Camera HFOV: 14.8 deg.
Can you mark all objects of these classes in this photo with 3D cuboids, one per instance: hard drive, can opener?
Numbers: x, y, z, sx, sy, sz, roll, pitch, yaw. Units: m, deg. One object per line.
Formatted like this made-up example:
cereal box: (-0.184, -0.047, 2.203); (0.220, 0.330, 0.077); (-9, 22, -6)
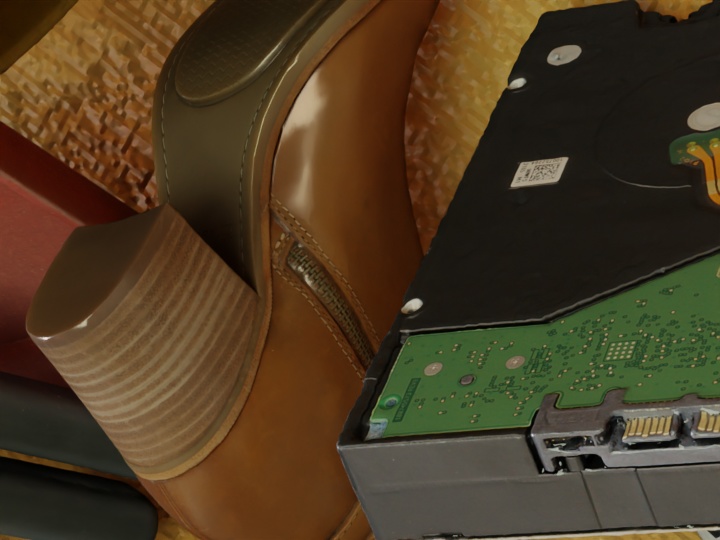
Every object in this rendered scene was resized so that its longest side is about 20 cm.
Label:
hard drive: (0.089, -0.009, 0.719); (0.139, 0.200, 0.038); (-6, 124, 25)
can opener: (-0.153, 0.043, 0.862); (0.067, 0.200, 0.053); (28, 100, 54)

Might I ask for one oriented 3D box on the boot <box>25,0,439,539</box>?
boot: (0.000, 0.000, 0.820); (0.074, 0.200, 0.155); (0, 139, 51)

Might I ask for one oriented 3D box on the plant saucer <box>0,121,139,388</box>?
plant saucer: (-0.153, 0.002, 0.854); (0.199, 0.200, 0.037); (-15, 62, 27)

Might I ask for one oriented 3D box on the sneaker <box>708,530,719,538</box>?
sneaker: (0.168, 0.051, 0.714); (0.199, 0.070, 0.082); (20, 77, 15)

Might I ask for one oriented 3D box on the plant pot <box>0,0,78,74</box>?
plant pot: (-0.120, -0.165, 0.727); (0.142, 0.200, 0.200); (31, 112, 6)

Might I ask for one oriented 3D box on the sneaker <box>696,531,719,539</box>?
sneaker: (0.171, 0.103, 0.767); (0.082, 0.075, 0.200); (-43, 81, 27)
